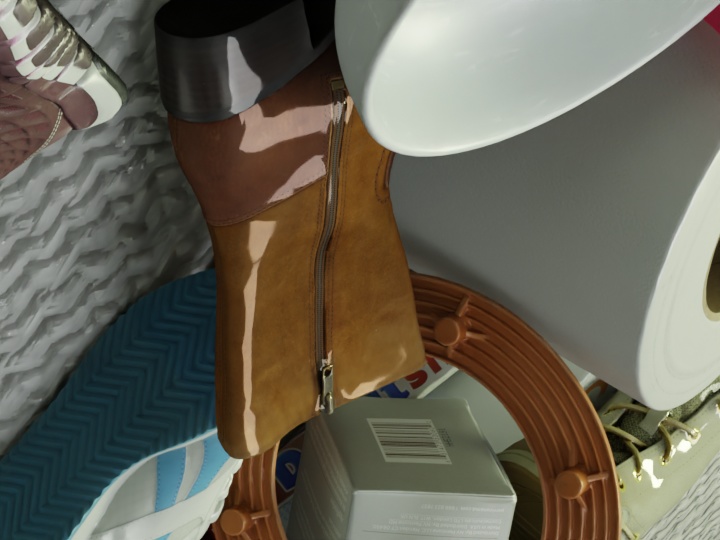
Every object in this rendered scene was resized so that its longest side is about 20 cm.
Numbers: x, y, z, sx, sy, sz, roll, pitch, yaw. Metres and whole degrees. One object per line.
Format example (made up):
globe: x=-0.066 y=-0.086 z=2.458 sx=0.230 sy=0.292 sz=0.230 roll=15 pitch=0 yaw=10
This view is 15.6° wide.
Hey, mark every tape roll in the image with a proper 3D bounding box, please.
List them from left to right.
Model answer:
tape roll: x=0.122 y=-0.058 z=1.159 sx=0.203 sy=0.139 sz=0.203 roll=-44 pitch=152 yaw=-31

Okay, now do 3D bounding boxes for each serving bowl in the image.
serving bowl: x=0.069 y=-0.128 z=0.928 sx=0.200 sy=0.066 sz=0.200 roll=-29 pitch=159 yaw=-12

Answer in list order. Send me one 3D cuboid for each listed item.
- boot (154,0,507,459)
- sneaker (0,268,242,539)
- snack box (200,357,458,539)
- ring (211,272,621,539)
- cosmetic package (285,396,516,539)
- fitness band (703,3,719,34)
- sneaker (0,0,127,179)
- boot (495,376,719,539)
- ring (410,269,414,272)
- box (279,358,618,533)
boot: x=0.013 y=-0.038 z=1.048 sx=0.188 sy=0.068 sz=0.201 roll=-31 pitch=129 yaw=-30
sneaker: x=-0.086 y=0.073 z=1.150 sx=0.200 sy=0.077 sz=0.081 roll=-42 pitch=149 yaw=17
snack box: x=0.000 y=0.072 z=1.309 sx=0.200 sy=0.024 sz=0.072 roll=-38 pitch=178 yaw=4
ring: x=0.017 y=0.100 z=1.146 sx=0.201 sy=0.200 sz=0.019 roll=-55 pitch=166 yaw=23
cosmetic package: x=0.007 y=0.170 z=1.255 sx=0.090 sy=0.107 sz=0.201 roll=2 pitch=114 yaw=-14
fitness band: x=0.155 y=-0.167 z=1.013 sx=0.037 sy=0.200 sz=0.144 roll=-7 pitch=131 yaw=-29
sneaker: x=-0.150 y=-0.056 z=0.827 sx=0.115 sy=0.076 sz=0.200 roll=-42 pitch=158 yaw=0
boot: x=0.136 y=0.082 z=1.312 sx=0.155 sy=0.072 sz=0.200 roll=-45 pitch=162 yaw=-7
ring: x=0.000 y=0.000 z=1.237 sx=0.200 sy=0.019 sz=0.201 roll=-37 pitch=156 yaw=-20
box: x=0.049 y=0.096 z=1.394 sx=0.200 sy=0.097 sz=0.124 roll=-48 pitch=158 yaw=0
